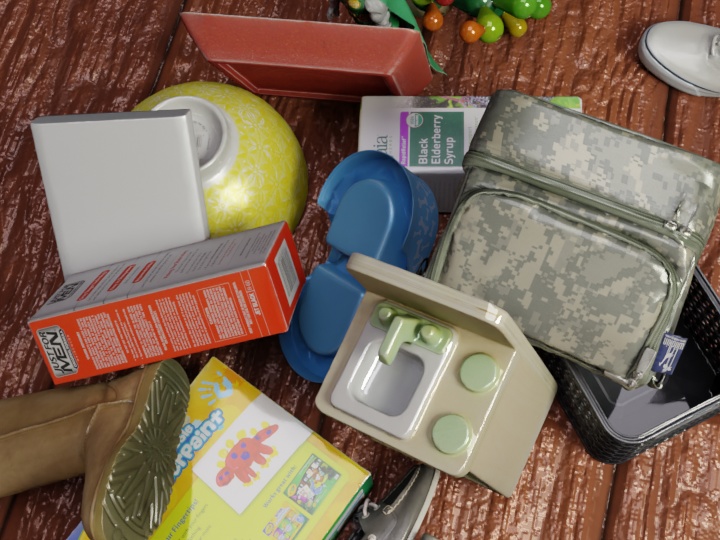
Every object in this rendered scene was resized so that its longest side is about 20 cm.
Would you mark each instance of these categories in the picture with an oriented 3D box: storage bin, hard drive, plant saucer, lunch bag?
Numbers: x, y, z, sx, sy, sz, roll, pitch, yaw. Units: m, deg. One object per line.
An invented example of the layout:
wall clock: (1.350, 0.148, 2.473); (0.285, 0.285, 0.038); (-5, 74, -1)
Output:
storage bin: (0.216, 0.044, 0.847); (0.135, 0.094, 0.201); (-25, 70, -6)
hard drive: (-0.196, -0.036, 0.863); (0.131, 0.201, 0.027); (-2, 26, 6)
plant saucer: (-0.040, -0.182, 0.902); (0.199, 0.200, 0.037); (6, 90, 7)
lunch bag: (0.158, -0.019, 0.759); (0.199, 0.139, 0.168); (23, 86, 12)

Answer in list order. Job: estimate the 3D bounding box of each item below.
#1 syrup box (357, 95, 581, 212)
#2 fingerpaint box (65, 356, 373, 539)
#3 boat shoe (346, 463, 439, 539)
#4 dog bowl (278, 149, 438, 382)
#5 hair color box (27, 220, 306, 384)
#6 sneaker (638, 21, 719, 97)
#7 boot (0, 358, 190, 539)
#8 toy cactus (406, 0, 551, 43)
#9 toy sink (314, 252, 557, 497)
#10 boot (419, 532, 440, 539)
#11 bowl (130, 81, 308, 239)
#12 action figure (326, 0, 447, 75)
syrup box: (0.097, -0.104, 0.917); (0.199, 0.082, 0.079); (1, 67, 3)
fingerpaint box: (-0.114, 0.202, 0.816); (0.167, 0.073, 0.200); (33, 74, 14)
boat shoe: (-0.007, 0.232, 0.800); (0.057, 0.067, 0.200); (33, 77, -1)
dog bowl: (0.000, 0.000, 0.854); (0.111, 0.049, 0.201); (30, 102, 42)
hair color box: (-0.152, 0.025, 0.816); (0.199, 0.102, 0.061); (-13, 110, 11)
sneaker: (0.363, -0.198, 0.942); (0.199, 0.071, 0.073); (19, 71, 10)
boot: (-0.238, 0.157, 0.790); (0.199, 0.066, 0.175); (-16, 34, 22)
toy cactus: (0.094, -0.267, 0.956); (0.165, 0.103, 0.200); (17, 29, 42)
toy sink: (0.054, 0.088, 0.764); (0.130, 0.200, 0.112); (21, 78, 26)
boot: (0.016, 0.290, 0.737); (0.072, 0.182, 0.200); (21, 76, 45)
bowl: (-0.150, -0.097, 0.916); (0.199, 0.108, 0.201); (-1, 69, 3)
action figure: (0.009, -0.233, 0.908); (0.118, 0.200, 0.055); (40, 95, 18)
